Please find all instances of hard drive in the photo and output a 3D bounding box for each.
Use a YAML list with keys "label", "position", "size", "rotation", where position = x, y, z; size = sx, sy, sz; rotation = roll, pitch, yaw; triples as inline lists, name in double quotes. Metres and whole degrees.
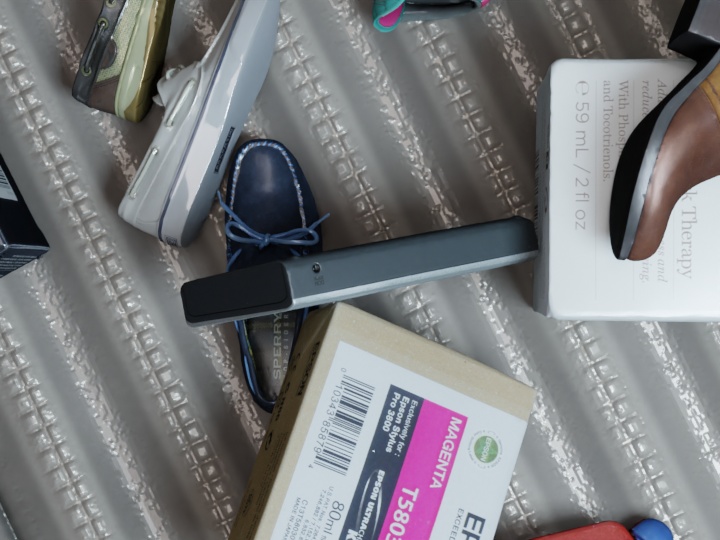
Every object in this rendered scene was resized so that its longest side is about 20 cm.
- label: "hard drive"
  position: [0.000, 0.000, 0.964]
  size: [0.199, 0.139, 0.033]
  rotation: [-11, 89, -35]

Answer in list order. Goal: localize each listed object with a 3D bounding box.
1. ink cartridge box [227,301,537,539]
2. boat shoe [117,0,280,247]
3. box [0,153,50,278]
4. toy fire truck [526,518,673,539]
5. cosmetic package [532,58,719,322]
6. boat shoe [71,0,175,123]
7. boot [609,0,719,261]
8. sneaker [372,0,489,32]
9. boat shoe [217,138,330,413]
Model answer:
- label: "ink cartridge box"
  position: [0.013, 0.145, 0.992]
  size: [0.164, 0.075, 0.201]
  rotation: [23, 73, -15]
- label: "boat shoe"
  position: [-0.119, -0.119, 1.059]
  size: [0.065, 0.072, 0.201]
  rotation: [22, 94, 9]
- label: "box"
  position: [-0.355, -0.034, 1.056]
  size: [0.199, 0.104, 0.149]
  rotation: [-27, 88, 4]
- label: "toy fire truck"
  position: [0.181, 0.266, 1.020]
  size: [0.168, 0.112, 0.200]
  rotation: [-37, 87, -21]
- label: "cosmetic package"
  position: [0.220, -0.050, 0.980]
  size: [0.199, 0.166, 0.168]
  rotation: [0, 89, 3]
- label: "boat shoe"
  position: [-0.167, -0.212, 1.059]
  size: [0.064, 0.073, 0.201]
  rotation: [12, 90, -1]
- label: "boot"
  position: [0.264, -0.063, 0.875]
  size: [0.199, 0.068, 0.189]
  rotation: [23, 82, -3]
- label: "sneaker"
  position: [0.017, -0.237, 1.043]
  size: [0.199, 0.084, 0.121]
  rotation: [19, 81, 3]
- label: "boat shoe"
  position: [-0.057, 0.002, 1.049]
  size: [0.084, 0.069, 0.201]
  rotation: [-11, 88, 4]
